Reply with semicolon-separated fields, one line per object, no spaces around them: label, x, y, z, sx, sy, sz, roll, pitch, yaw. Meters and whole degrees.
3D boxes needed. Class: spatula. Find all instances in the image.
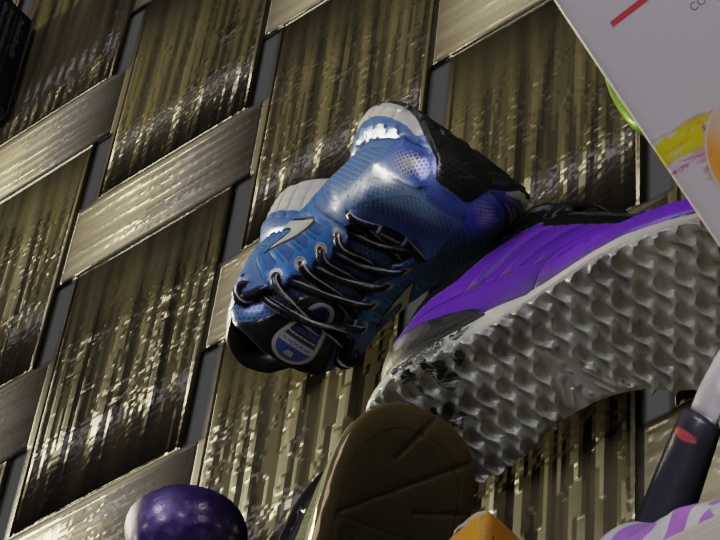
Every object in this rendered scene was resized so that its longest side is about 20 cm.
spatula;0.121;0.034;0.793;0.056;0.020;0.201;33;102;48

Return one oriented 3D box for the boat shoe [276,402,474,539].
boat shoe;-0.014;0.146;0.856;0.066;0.071;0.202;130;161;-71

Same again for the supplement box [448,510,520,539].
supplement box;0.038;0.172;0.741;0.066;0.069;0.201;-39;30;27

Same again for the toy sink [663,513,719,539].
toy sink;0.120;0.168;0.578;0.112;0.130;0.201;-29;31;26

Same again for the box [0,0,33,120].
box;-0.328;-0.158;1.516;0.148;0.200;0.107;-29;31;25

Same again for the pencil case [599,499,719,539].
pencil case;0.157;0.079;0.692;0.199;0.084;0.086;-26;29;33

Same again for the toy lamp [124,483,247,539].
toy lamp;-0.074;0.165;0.912;0.058;0.058;0.201;-32;32;23

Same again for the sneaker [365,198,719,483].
sneaker;0.091;0.003;0.897;0.199;0.070;0.100;-23;26;29

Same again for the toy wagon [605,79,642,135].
toy wagon;0.170;-0.096;0.922;0.154;0.040;0.200;-30;25;-7

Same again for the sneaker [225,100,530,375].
sneaker;0.000;0.000;0.983;0.090;0.078;0.200;-60;10;-26

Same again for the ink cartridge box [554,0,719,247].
ink cartridge box;0.137;-0.067;0.728;0.115;0.201;0.068;-36;-13;12
